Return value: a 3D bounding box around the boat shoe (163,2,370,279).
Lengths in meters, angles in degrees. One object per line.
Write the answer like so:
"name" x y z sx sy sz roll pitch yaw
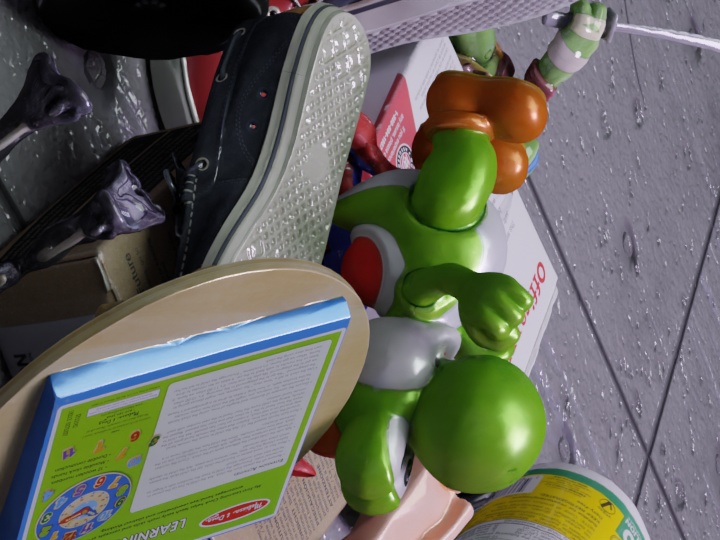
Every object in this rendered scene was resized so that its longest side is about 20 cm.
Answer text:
"boat shoe" -0.054 -0.027 1.084 0.075 0.062 0.201 43 60 -55

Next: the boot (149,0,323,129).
"boot" -0.031 -0.134 1.228 0.072 0.143 0.202 -7 90 -65

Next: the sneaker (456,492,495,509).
"sneaker" 0.014 0.075 1.304 0.200 0.083 0.077 54 15 -49

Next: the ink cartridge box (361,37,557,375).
"ink cartridge box" 0.027 -0.020 1.373 0.201 0.082 0.147 63 32 -30

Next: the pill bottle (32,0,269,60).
"pill bottle" -0.097 -0.211 1.157 0.112 0.111 0.202 29 57 -57

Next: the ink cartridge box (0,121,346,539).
"ink cartridge box" -0.082 0.051 1.146 0.165 0.075 0.201 -47 124 -56

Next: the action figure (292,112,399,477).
"action figure" 0.000 0.000 1.170 0.099 0.065 0.202 19 65 -50

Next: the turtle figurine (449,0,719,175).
"turtle figurine" 0.080 -0.160 1.464 0.194 0.200 0.144 50 6 -39

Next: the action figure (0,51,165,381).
"action figure" -0.174 0.012 0.931 0.119 0.200 0.102 53 -9 -2

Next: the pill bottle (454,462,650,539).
"pill bottle" 0.090 0.199 1.397 0.200 0.112 0.114 -42 119 -60

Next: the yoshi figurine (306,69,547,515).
"yoshi figurine" 0.049 0.019 1.091 0.112 0.112 0.201 34 61 -36

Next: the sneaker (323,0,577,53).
"sneaker" 0.026 -0.162 1.295 0.078 0.198 0.080 58 20 -80

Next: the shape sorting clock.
"shape sorting clock" -0.084 0.065 0.984 0.039 0.200 0.200 51 11 31

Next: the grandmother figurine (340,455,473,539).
"grandmother figurine" -0.014 0.169 1.200 0.200 0.060 0.122 -53 167 -26
